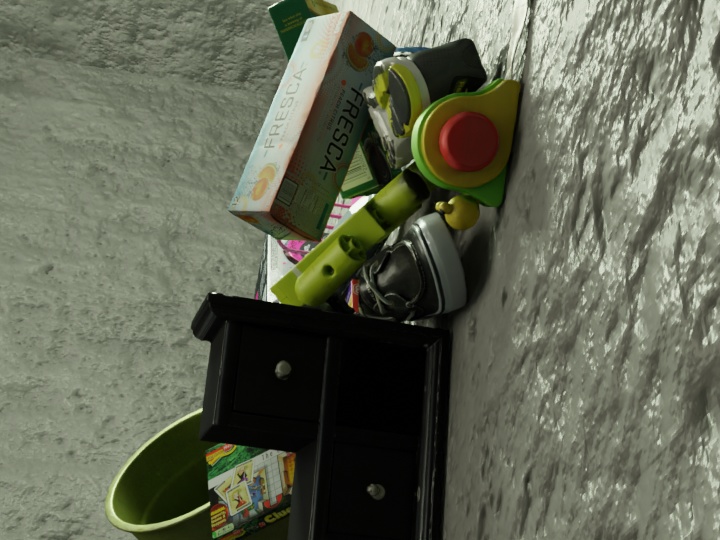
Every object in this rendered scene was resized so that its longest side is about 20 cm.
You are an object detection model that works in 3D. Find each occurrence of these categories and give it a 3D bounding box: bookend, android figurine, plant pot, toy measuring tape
[{"bbox_3d":[-0.042,0.136,0.886,0.092,0.200,0.199,134,145,-66],"label":"bookend"},{"bbox_3d":[-0.007,-0.025,0.995,0.200,0.041,0.182,-42,2,28],"label":"android figurine"},{"bbox_3d":[-0.133,0.270,1.178,0.200,0.200,0.190,-103,-12,-67],"label":"plant pot"},{"bbox_3d":[0.076,-0.129,0.802,0.074,0.073,0.201,-152,69,-81],"label":"toy measuring tape"}]

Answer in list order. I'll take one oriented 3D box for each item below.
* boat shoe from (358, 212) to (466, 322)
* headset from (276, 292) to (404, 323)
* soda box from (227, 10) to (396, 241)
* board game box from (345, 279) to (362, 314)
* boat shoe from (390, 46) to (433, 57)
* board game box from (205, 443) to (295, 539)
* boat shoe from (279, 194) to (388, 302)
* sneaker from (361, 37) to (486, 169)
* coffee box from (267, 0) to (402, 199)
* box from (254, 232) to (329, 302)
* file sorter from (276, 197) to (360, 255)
[{"bbox_3d":[0.035,0.013,0.894,0.200,0.071,0.072,105,147,-73],"label":"boat shoe"},{"bbox_3d":[-0.046,0.051,1.072,0.124,0.200,0.094,-78,-30,-57],"label":"headset"},{"bbox_3d":[-0.042,-0.126,0.998,0.068,0.064,0.200,5,69,50],"label":"soda box"},{"bbox_3d":[0.000,0.133,1.153,0.200,0.046,0.152,-93,13,-48],"label":"board game box"},{"bbox_3d":[0.036,-0.177,1.077,0.200,0.084,0.069,-122,37,-80],"label":"boat shoe"},{"bbox_3d":[-0.050,0.166,1.024,0.023,0.200,0.105,53,-166,-37],"label":"board game box"},{"bbox_3d":[0.000,0.000,1.230,0.200,0.091,0.071,-48,24,23],"label":"boat shoe"},{"bbox_3d":[0.055,-0.135,0.917,0.200,0.084,0.075,168,80,-85],"label":"sneaker"},{"bbox_3d":[-0.021,-0.171,1.116,0.200,0.044,0.123,68,-164,0],"label":"coffee box"},{"bbox_3d":[-0.084,0.046,1.563,0.200,0.114,0.132,-97,18,-55],"label":"box"},{"bbox_3d":[-0.041,-0.111,1.374,0.200,0.125,0.139,-102,22,-66],"label":"file sorter"}]
